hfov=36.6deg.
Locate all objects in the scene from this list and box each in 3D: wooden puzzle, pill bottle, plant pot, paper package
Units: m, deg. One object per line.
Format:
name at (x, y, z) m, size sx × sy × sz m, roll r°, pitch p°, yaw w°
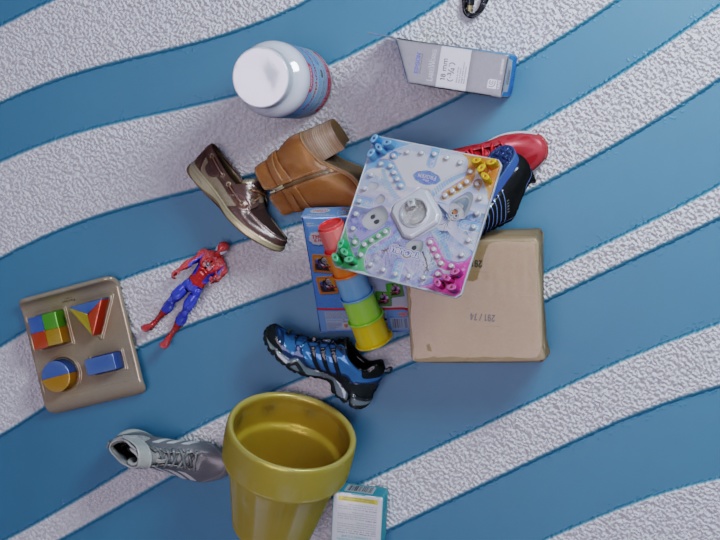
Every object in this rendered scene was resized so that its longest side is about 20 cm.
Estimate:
wooden puzzle at (-0.462, 0.126, 1.785) m, size 0.184 × 0.046 × 0.201 m, roll -14°, pitch 94°, yaw 14°
pill bottle at (-0.115, -0.275, 1.577) m, size 0.108 × 0.200 × 0.110 m, roll 2°, pitch 98°, yaw 12°
plant pot at (-0.119, 0.319, 1.667) m, size 0.199 × 0.201 × 0.190 m, roll 17°, pitch 116°, yaw 10°
paper package at (0.173, 0.037, 1.603) m, size 0.199 × 0.103 × 0.192 m, roll -2°, pitch 95°, yaw 13°

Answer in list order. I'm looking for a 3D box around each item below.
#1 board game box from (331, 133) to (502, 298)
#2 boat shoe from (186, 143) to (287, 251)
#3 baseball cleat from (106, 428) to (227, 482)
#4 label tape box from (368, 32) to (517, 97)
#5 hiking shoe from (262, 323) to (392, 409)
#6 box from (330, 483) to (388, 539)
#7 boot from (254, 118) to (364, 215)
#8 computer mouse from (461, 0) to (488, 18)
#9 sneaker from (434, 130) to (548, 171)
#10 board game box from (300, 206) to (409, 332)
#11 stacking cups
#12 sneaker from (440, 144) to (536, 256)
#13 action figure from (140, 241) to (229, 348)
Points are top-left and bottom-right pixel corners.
board game box at (0.074, -0.080, 1.502) m, size 0.199 × 0.026 × 0.201 m, roll 14°, pitch 80°, yaw 25°
boat shoe at (-0.179, -0.115, 1.681) m, size 0.200 × 0.072 × 0.072 m, roll 46°, pitch 105°, yaw 10°
baseball cleat at (-0.309, 0.304, 1.742) m, size 0.199 × 0.106 × 0.070 m, roll 8°, pitch 94°, yaw 9°
label tape box at (0.116, -0.292, 1.553) m, size 0.199 × 0.144 × 0.064 m, roll 11°, pitch 101°, yaw 12°
hiking shoe at (-0.053, 0.127, 1.679) m, size 0.199 × 0.074 × 0.087 m, roll 31°, pitch 110°, yaw -4°
box at (-0.004, 0.443, 1.720) m, size 0.082 × 0.049 × 0.202 m, roll 5°, pitch 98°, yaw 12°
boot at (-0.058, -0.115, 1.659) m, size 0.154 × 0.074 × 0.201 m, roll -27°, pitch 95°, yaw 24°
computer mouse at (0.161, -0.469, 1.577) m, size 0.058 × 0.034 × 0.202 m, roll -3°, pitch 97°, yaw 12°
sneaker at (0.172, -0.151, 1.572) m, size 0.199 × 0.116 × 0.079 m, roll -17°, pitch 93°, yaw 14°
board game box at (0.000, 0.000, 1.635) m, size 0.150 × 0.037 × 0.201 m, roll -1°, pitch 120°, yaw 13°
stacking cups at (-0.015, 0.020, 1.597) m, size 0.060 × 0.061 × 0.201 m, roll -18°, pitch 112°, yaw 14°
sneaker at (0.173, -0.077, 1.531) m, size 0.200 × 0.070 × 0.078 m, roll -51°, pitch 127°, yaw -1°
action figure at (-0.275, 0.035, 1.708) m, size 0.065 × 0.099 × 0.200 m, roll 39°, pitch 101°, yaw 4°
